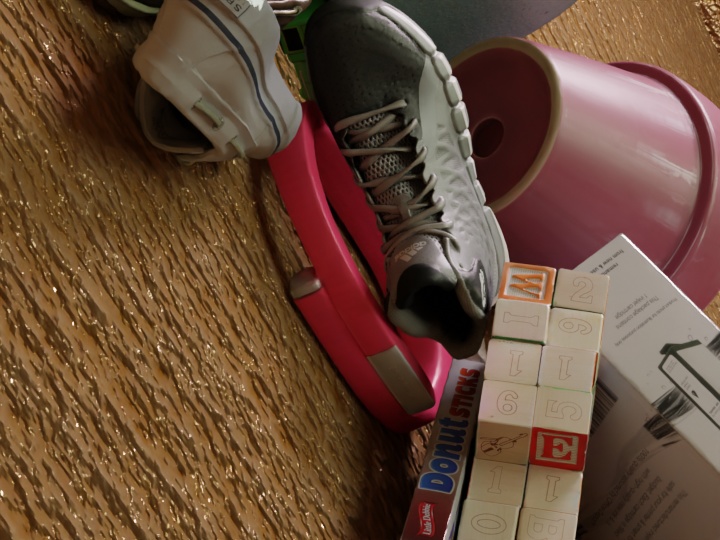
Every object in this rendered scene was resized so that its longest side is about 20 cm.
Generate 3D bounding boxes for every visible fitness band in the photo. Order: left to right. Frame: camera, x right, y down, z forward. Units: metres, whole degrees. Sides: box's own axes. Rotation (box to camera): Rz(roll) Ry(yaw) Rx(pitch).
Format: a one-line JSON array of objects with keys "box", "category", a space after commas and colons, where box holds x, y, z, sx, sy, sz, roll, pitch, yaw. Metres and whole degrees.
[{"box": [0.000, 0.000, 1.158, 0.144, 0.037, 0.201, -93, 157, -52], "category": "fitness band"}]

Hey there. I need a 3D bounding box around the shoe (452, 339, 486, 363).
[{"box": [0.047, -0.026, 1.295, 0.070, 0.053, 0.201, 22, 50, -67], "category": "shoe"}]

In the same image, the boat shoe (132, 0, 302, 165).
[{"box": [-0.076, -0.084, 0.970, 0.073, 0.067, 0.200, 42, -9, 12], "category": "boat shoe"}]

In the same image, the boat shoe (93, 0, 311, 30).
[{"box": [-0.082, -0.160, 1.015, 0.202, 0.074, 0.075, 20, 51, -68], "category": "boat shoe"}]

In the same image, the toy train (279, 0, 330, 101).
[{"box": [-0.017, -0.129, 1.153, 0.201, 0.056, 0.042, 71, 13, -45], "category": "toy train"}]

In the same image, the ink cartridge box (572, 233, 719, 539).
[{"box": [0.175, 0.103, 1.245, 0.084, 0.146, 0.200, -34, 72, -34], "category": "ink cartridge box"}]

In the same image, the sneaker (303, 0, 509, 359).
[{"box": [0.027, -0.041, 1.103, 0.201, 0.075, 0.116, 61, 18, -24], "category": "sneaker"}]

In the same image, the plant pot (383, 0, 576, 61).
[{"box": [0.074, -0.266, 1.414, 0.196, 0.199, 0.197, 25, 45, -67], "category": "plant pot"}]

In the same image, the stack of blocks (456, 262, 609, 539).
[{"box": [0.087, 0.108, 1.101, 0.116, 0.058, 0.201, 91, 10, -46], "category": "stack of blocks"}]

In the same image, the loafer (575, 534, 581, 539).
[{"box": [0.112, 0.188, 1.250, 0.063, 0.072, 0.200, 55, 3, 29], "category": "loafer"}]

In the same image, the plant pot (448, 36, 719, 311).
[{"box": [0.133, -0.063, 1.406, 0.179, 0.199, 0.201, 27, 42, -44], "category": "plant pot"}]

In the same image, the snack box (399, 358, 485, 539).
[{"box": [0.042, 0.122, 1.095, 0.200, 0.024, 0.072, -67, 165, -64], "category": "snack box"}]
